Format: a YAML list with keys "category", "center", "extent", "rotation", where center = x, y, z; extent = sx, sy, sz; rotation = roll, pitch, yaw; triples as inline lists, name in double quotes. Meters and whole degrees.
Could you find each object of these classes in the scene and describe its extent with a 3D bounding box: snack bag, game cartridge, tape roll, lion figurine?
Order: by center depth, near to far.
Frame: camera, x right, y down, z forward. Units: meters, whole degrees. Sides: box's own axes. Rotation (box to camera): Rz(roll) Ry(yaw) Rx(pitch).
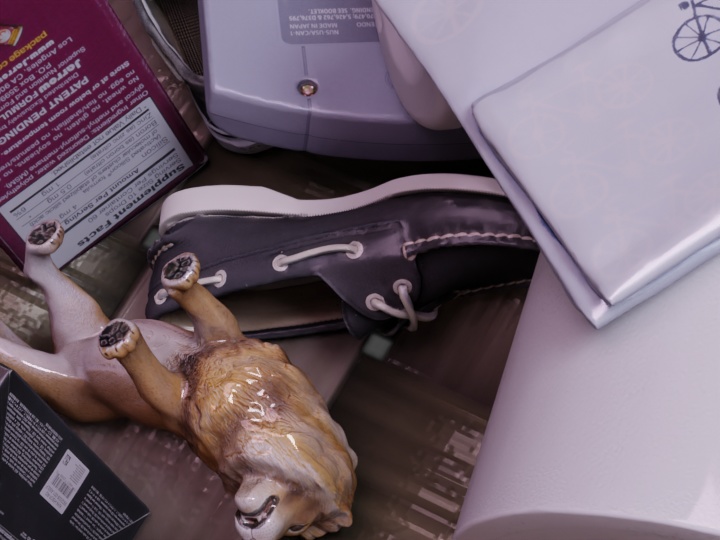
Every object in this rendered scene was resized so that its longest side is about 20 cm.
- category: "snack bag"
  center: [0.111, -0.097, 0.661]
  extent: [0.188, 0.021, 0.200]
  rotation: [-33, 48, 4]
- category: "tape roll"
  center: [0.144, 0.062, 0.683]
  extent: [0.202, 0.203, 0.139]
  rotation: [10, 66, 22]
- category: "lion figurine"
  center: [-0.091, 0.044, 0.837]
  extent: [0.200, 0.123, 0.073]
  rotation: [21, 64, 43]
- category: "game cartridge"
  center: [0.029, -0.110, 0.875]
  extent: [0.200, 0.041, 0.134]
  rotation: [-2, 56, -8]

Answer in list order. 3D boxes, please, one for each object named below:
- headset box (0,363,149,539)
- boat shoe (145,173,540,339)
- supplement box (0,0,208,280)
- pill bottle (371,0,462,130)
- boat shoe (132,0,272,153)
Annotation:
- category: "headset box"
  center: [-0.206, 0.062, 0.824]
  extent: [0.200, 0.149, 0.075]
  rotation: [24, 72, 26]
- category: "boat shoe"
  center: [0.000, 0.000, 0.837]
  extent: [0.200, 0.074, 0.060]
  rotation: [0, 63, 21]
- category: "supplement box"
  center: [-0.167, -0.108, 0.872]
  extent: [0.103, 0.200, 0.131]
  rotation: [-36, 58, -4]
- category: "pill bottle"
  center: [0.110, -0.126, 0.809]
  extent: [0.200, 0.111, 0.111]
  rotation: [-12, 58, -12]
- category: "boat shoe"
  center: [-0.078, -0.148, 0.942]
  extent: [0.072, 0.071, 0.200]
  rotation: [-28, 58, 1]
